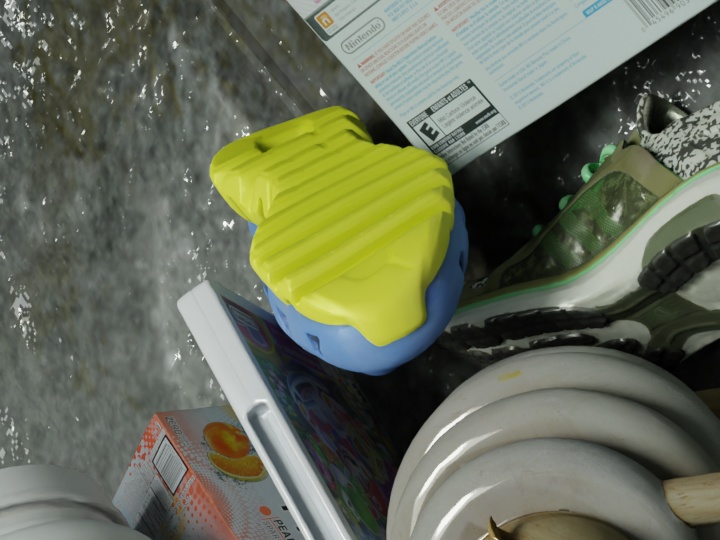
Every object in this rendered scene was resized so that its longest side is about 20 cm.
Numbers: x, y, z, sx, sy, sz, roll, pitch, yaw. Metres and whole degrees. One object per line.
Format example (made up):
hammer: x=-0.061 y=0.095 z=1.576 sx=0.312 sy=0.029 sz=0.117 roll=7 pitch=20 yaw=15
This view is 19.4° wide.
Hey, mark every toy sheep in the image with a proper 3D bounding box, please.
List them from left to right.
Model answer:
toy sheep: x=0.074 y=0.087 z=0.704 sx=0.136 sy=0.200 sz=0.139 roll=1 pitch=99 yaw=7

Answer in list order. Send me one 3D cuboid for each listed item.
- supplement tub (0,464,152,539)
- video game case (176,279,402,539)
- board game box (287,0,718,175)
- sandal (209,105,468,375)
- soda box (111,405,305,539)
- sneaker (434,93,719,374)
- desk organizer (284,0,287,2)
supplement tub: x=-0.109 y=0.189 z=0.802 sx=0.200 sy=0.144 sz=0.146 roll=55 pitch=129 yaw=34
video game case: x=0.010 y=0.103 z=0.790 sx=0.018 sy=0.143 sz=0.201 roll=-34 pitch=67 yaw=9
board game box: x=0.021 y=-0.150 z=0.731 sx=0.200 sy=0.064 sz=0.147 roll=48 pitch=133 yaw=-12
sandal: x=0.000 y=0.000 z=0.769 sx=0.200 sy=0.079 sz=0.088 roll=-118 pitch=7 yaw=-72
soda box: x=-0.026 y=0.145 z=0.865 sx=0.200 sy=0.068 sz=0.064 roll=53 pitch=129 yaw=34
sneaker: x=0.099 y=-0.015 z=0.748 sx=0.199 sy=0.077 sz=0.089 roll=-25 pitch=46 yaw=46
desk organizer: x=-0.005 y=-0.199 z=0.808 sx=0.072 sy=0.077 sz=0.201 roll=47 pitch=125 yaw=32
